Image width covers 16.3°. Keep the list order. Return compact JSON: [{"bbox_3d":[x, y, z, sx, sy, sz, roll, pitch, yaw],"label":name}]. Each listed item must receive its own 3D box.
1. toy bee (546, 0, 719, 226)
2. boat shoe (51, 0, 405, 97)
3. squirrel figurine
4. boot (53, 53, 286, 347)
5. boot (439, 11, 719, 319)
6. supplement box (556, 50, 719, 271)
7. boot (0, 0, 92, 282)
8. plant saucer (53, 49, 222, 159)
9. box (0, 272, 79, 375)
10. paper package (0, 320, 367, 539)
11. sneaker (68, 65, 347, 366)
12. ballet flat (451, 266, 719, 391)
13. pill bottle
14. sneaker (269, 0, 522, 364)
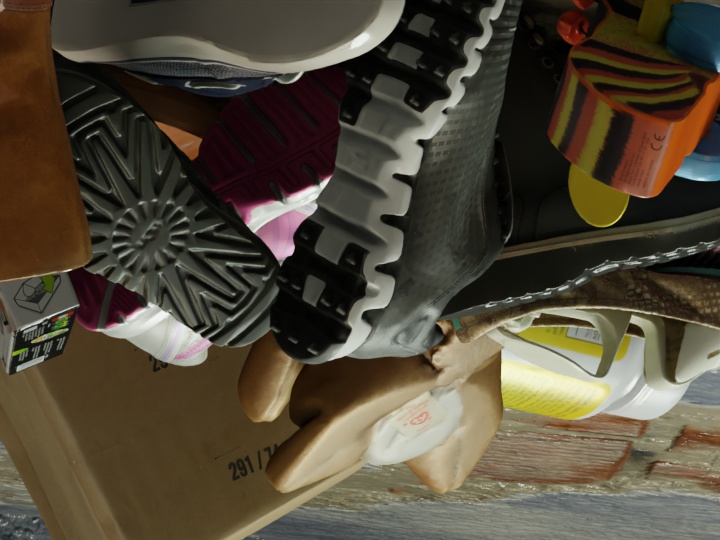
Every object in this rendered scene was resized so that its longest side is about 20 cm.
[{"bbox_3d":[0.120,-0.082,1.073,0.108,0.131,0.200,26,-173,22],"label":"toy bee"},{"bbox_3d":[-0.041,-0.114,1.096,0.199,0.075,0.093,6,175,40],"label":"boat shoe"},{"bbox_3d":[0.000,0.000,1.384,0.141,0.187,0.200,-1,137,-37],"label":"squirrel figurine"},{"bbox_3d":[-0.122,-0.060,1.140,0.182,0.072,0.200,49,-176,-37],"label":"boot"},{"bbox_3d":[0.113,-0.069,1.148,0.199,0.139,0.077,-15,175,-4],"label":"boot"},{"bbox_3d":[0.137,-0.049,1.244,0.199,0.086,0.110,6,167,-3],"label":"supplement box"},{"bbox_3d":[-0.204,-0.090,0.992,0.187,0.201,0.069,-2,-154,-2],"label":"boot"},{"bbox_3d":[-0.160,-0.080,1.344,0.199,0.038,0.200,6,166,1],"label":"plant saucer"},{"bbox_3d":[-0.183,-0.012,1.288,0.035,0.111,0.200,-21,176,-11],"label":"box"},{"bbox_3d":[-0.112,0.075,1.511,0.200,0.191,0.103,-29,-174,-31],"label":"paper package"},{"bbox_3d":[-0.052,-0.026,1.279,0.200,0.082,0.088,-35,141,7],"label":"sneaker"},{"bbox_3d":[0.130,0.025,1.227,0.199,0.066,0.070,9,166,-15],"label":"ballet flat"},{"bbox_3d":[0.102,0.028,1.524,0.199,0.115,0.114,14,165,-29],"label":"pill bottle"},{"bbox_3d":[0.033,-0.049,1.088,0.090,0.201,0.066,15,-169,-44],"label":"sneaker"}]
